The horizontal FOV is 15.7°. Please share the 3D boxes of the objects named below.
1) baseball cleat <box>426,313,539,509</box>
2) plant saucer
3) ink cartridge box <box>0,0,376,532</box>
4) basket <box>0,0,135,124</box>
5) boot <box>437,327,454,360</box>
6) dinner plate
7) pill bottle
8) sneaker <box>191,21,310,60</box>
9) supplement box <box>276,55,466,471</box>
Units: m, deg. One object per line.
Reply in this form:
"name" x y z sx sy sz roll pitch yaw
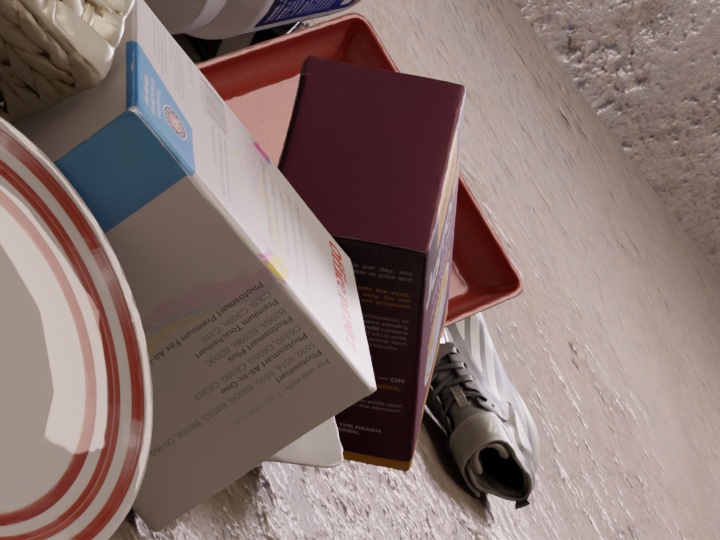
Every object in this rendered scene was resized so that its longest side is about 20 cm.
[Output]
"baseball cleat" 0.066 0.072 1.765 0.200 0.070 0.107 53 12 -18
"plant saucer" -0.030 -0.035 1.509 0.199 0.037 0.200 -22 76 -37
"ink cartridge box" -0.089 0.006 1.169 0.200 0.125 0.129 51 13 -25
"basket" -0.191 -0.161 1.097 0.200 0.123 0.136 48 42 -37
"boot" -0.006 0.014 1.604 0.096 0.073 0.200 67 15 14
"dinner plate" -0.155 0.022 0.996 0.200 0.024 0.201 32 44 -38
"pill bottle" -0.076 -0.212 1.700 0.200 0.116 0.116 -21 78 -55
"sneaker" -0.054 -0.149 1.809 0.201 0.088 0.074 55 13 -2
"supplement box" 0.000 0.000 1.347 0.200 0.085 0.111 92 10 -55
